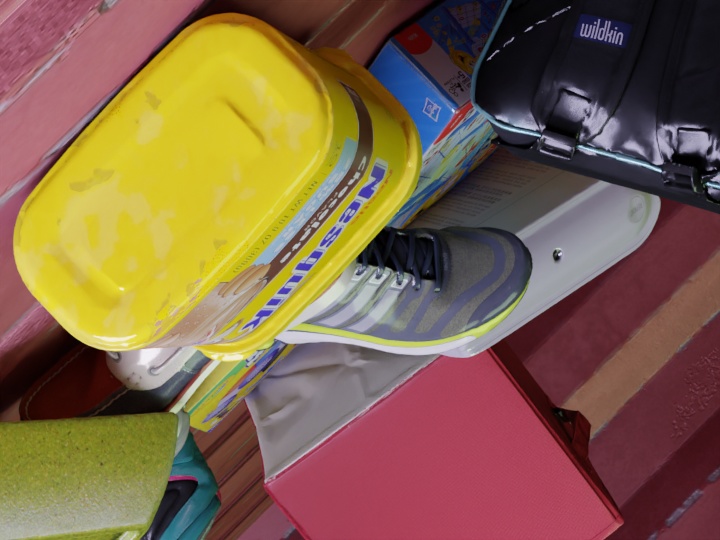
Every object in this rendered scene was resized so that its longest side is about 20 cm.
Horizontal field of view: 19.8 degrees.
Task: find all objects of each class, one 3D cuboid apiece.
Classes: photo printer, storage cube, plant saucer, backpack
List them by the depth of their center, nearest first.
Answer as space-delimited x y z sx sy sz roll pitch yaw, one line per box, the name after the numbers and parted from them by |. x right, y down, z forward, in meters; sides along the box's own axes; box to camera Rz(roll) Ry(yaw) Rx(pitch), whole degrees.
-0.197 0.153 1.007 0.199 0.048 0.200 1 137 -53 | plant saucer
0.169 -0.139 1.083 0.153 0.175 0.201 14 91 -70 | backpack
0.083 -0.026 1.341 0.200 0.070 0.166 -32 -152 -30 | photo printer
0.045 0.122 1.412 0.200 0.180 0.171 -37 -159 6 | storage cube

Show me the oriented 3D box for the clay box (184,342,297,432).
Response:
-0.084 0.047 1.338 0.115 0.048 0.200 -45 175 -3 | clay box

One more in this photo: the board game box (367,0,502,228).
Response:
0.049 -0.098 1.224 0.196 0.056 0.200 -39 171 -40 | board game box

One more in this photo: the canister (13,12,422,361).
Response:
-0.054 -0.031 0.872 0.149 0.087 0.200 -46 172 7 | canister

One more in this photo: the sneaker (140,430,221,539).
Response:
-0.170 0.197 1.411 0.200 0.121 0.084 -43 173 -9 | sneaker

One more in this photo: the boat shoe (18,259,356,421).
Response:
-0.097 0.026 1.055 0.199 0.071 0.063 -33 138 8 | boat shoe

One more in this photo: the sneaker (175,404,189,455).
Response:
-0.188 0.136 1.202 0.200 0.077 0.085 -53 162 9 | sneaker

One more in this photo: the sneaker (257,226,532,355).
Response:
0.000 0.000 1.135 0.199 0.074 0.081 -5 150 -11 | sneaker
